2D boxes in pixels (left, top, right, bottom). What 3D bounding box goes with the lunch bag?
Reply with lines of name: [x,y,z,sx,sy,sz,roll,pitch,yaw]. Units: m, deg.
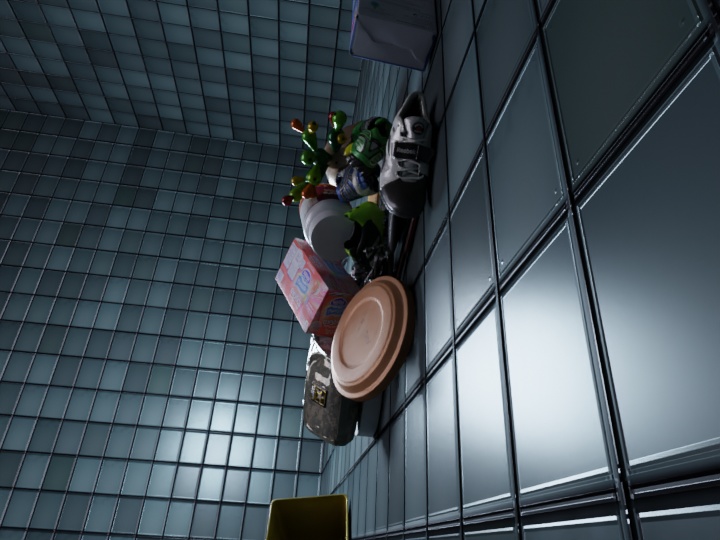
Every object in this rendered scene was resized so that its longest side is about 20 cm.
lunch bag: [-0.054,0.227,1.014,0.200,0.116,0.166,-134,50,-75]

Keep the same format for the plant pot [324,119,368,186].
plant pot: [-0.027,-0.283,1.259,0.201,0.092,0.202,-42,-29,-30]

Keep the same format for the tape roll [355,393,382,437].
tape roll: [0.015,0.238,1.055,0.203,0.037,0.205,-174,90,-85]

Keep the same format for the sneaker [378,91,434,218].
sneaker: [0.069,-0.175,0.744,0.089,0.073,0.202,102,172,-63]

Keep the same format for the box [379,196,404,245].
box: [0.067,-0.158,0.930,0.201,0.037,0.138,104,172,-57]

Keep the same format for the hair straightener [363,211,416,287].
hair straightener: [0.041,-0.030,0.858,0.041,0.076,0.201,-93,10,-50]

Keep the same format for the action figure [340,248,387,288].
action figure: [0.000,0.000,1.086,0.102,0.118,0.202,-97,26,-63]

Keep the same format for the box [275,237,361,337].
box: [-0.082,0.033,1.005,0.103,0.094,0.200,-62,36,17]

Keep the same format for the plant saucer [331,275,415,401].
plant saucer: [0.010,0.102,0.802,0.200,0.032,0.202,-40,37,39]

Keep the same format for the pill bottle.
pill bottle: [-0.063,-0.098,1.018,0.200,0.108,0.111,-114,30,-64]

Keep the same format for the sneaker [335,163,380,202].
sneaker: [-0.010,-0.191,1.010,0.077,0.085,0.200,58,-160,-18]

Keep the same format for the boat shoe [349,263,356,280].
boat shoe: [0.007,0.008,1.249,0.200,0.064,0.073,134,143,-80]

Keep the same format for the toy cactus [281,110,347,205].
toy cactus: [-0.076,-0.218,0.982,0.165,0.102,0.202,-26,-36,-61]

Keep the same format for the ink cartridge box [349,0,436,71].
ink cartridge box: [0.055,-0.444,0.870,0.077,0.135,0.202,114,162,-56]

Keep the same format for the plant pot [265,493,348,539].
plant pot: [-0.123,0.704,1.258,0.200,0.197,0.178,-96,2,-66]

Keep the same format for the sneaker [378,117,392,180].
sneaker: [0.047,-0.280,1.212,0.200,0.070,0.100,82,-150,-68]

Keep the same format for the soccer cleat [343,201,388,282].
soccer cleat: [0.013,-0.027,0.929,0.067,0.080,0.202,37,143,55]

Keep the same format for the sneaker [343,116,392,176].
sneaker: [0.032,-0.243,0.937,0.085,0.078,0.201,-42,19,27]

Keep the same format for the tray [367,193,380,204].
tray: [0.040,-0.149,1.243,0.200,0.037,0.100,-124,40,-81]
